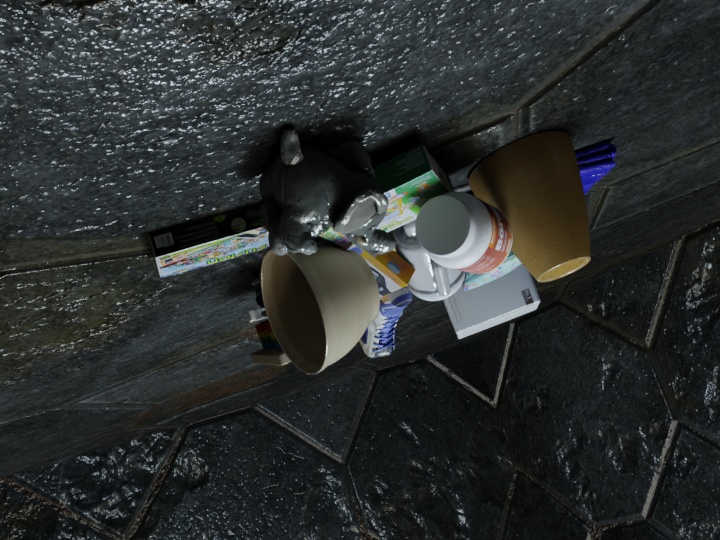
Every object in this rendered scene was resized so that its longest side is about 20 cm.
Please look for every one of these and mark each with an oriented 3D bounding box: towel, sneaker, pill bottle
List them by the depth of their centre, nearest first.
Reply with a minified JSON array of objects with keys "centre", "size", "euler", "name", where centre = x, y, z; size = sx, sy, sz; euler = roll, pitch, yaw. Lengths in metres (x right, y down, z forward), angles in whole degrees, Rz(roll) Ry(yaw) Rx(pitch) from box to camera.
[{"centre":[0.155,-0.057,1.190],"size":[0.111,0.114,0.199],"euler":[-25,167,21],"name":"pill bottle"},{"centre":[0.398,-0.170,1.507],"size":[0.145,0.050,0.200],"euler":[-20,167,-5],"name":"towel"},{"centre":[0.046,0.105,1.531],"size":[0.079,0.117,0.199],"euler":[-15,171,-32],"name":"sneaker"}]

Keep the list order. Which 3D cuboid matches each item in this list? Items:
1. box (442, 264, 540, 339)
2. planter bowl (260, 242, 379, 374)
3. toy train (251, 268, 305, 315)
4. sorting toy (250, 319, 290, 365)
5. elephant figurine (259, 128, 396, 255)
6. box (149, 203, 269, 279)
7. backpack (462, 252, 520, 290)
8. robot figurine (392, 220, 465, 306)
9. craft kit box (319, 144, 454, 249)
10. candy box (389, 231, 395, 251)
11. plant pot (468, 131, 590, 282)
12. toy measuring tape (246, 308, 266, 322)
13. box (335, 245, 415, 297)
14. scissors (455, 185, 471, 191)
[{"centre":[0.269,0.019,1.737],"size":[0.196,0.203,0.131],"euler":[-20,167,5],"name":"box"},{"centre":[-0.054,0.043,1.244],"size":[0.133,0.203,0.200],"euler":[-21,169,-30],"name":"planter bowl"},{"centre":[-0.119,0.019,1.411],"size":[0.112,0.087,0.199],"euler":[-17,170,-32],"name":"toy train"},{"centre":[-0.099,0.098,1.447],"size":[0.196,0.071,0.199],"euler":[-25,-175,-23],"name":"sorting toy"},{"centre":[-0.022,-0.093,1.004],"size":[0.196,0.145,0.155],"euler":[-6,177,-24],"name":"elephant figurine"},{"centre":[-0.199,-0.045,1.136],"size":[0.196,0.035,0.110],"euler":[-17,167,-14],"name":"box"},{"centre":[0.238,-0.063,1.496],"size":[0.175,0.152,0.201],"euler":[-25,161,-13],"name":"backpack"},{"centre":[0.123,-0.028,1.396],"size":[0.111,0.171,0.202],"euler":[-17,129,3],"name":"robot figurine"},{"centre":[0.031,-0.101,1.166],"size":[0.197,0.049,0.197],"euler":[-24,170,14],"name":"craft kit box"},{"centre":[-0.003,-0.024,1.515],"size":[0.198,0.027,0.101],"euler":[-29,158,34],"name":"candy box"},{"centre":[0.299,-0.092,1.303],"size":[0.183,0.203,0.187],"euler":[-18,163,-6],"name":"plant pot"},{"centre":[-0.134,0.065,1.611],"size":[0.197,0.075,0.073],"euler":[-11,165,-36],"name":"toy measuring tape"},{"centre":[0.000,0.000,1.410],"size":[0.199,0.118,0.042],"euler":[-30,-154,59],"name":"box"},{"centre":[0.236,-0.162,1.381],"size":[0.196,0.014,0.073],"euler":[-13,166,-25],"name":"scissors"}]
